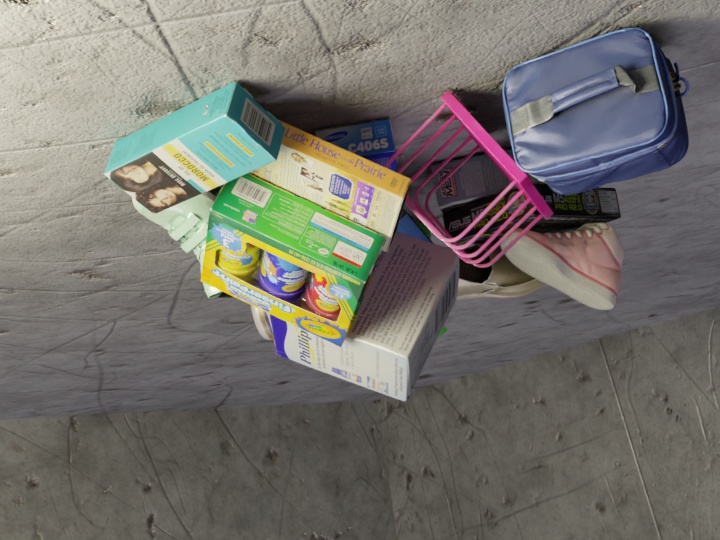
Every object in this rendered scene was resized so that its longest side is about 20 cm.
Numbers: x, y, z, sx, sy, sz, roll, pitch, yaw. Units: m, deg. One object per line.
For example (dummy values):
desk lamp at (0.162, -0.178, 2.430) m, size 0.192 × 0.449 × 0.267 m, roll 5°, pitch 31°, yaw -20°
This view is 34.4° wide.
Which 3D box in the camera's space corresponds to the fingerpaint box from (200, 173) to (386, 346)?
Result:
fingerpaint box at (-0.085, -0.011, 1.389) m, size 0.198 × 0.074 × 0.167 m, roll 25°, pitch 148°, yaw 2°

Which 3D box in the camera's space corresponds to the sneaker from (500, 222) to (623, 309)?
sneaker at (0.282, -0.033, 1.590) m, size 0.199 × 0.106 × 0.075 m, roll 28°, pitch 164°, yaw -24°

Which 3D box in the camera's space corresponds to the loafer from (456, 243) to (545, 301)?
loafer at (0.185, -0.002, 1.625) m, size 0.197 × 0.077 × 0.068 m, roll -13°, pitch 156°, yaw -10°

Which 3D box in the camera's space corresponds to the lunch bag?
lunch bag at (0.260, -0.172, 1.260) m, size 0.198 × 0.138 × 0.132 m, roll -17°, pitch 166°, yaw 26°

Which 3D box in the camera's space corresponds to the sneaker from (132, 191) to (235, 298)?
sneaker at (-0.205, -0.033, 1.496) m, size 0.199 × 0.120 × 0.074 m, roll 24°, pitch 139°, yaw -30°

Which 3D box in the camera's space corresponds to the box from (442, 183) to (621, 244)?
box at (0.238, -0.075, 1.609) m, size 0.198 × 0.045 × 0.159 m, roll -1°, pitch 169°, yaw -42°

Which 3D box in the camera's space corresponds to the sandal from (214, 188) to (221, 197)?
sandal at (-0.179, -0.068, 1.612) m, size 0.079 × 0.058 × 0.202 m, roll 1°, pitch 150°, yaw -17°

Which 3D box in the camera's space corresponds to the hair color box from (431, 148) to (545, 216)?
hair color box at (0.203, -0.126, 1.600) m, size 0.197 × 0.062 × 0.099 m, roll -11°, pitch 169°, yaw 9°

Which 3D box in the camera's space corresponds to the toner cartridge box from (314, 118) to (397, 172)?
toner cartridge box at (-0.001, -0.132, 1.465) m, size 0.094 × 0.044 × 0.200 m, roll -10°, pitch 168°, yaw 0°

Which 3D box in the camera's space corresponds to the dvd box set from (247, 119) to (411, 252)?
dvd box set at (-0.045, -0.100, 1.324) m, size 0.198 × 0.030 × 0.147 m, roll 24°, pitch 156°, yaw 5°

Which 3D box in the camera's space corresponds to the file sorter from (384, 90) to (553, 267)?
file sorter at (0.128, -0.096, 1.393) m, size 0.125 × 0.139 × 0.200 m, roll -43°, pitch 161°, yaw 7°

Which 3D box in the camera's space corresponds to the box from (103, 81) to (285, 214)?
box at (-0.182, -0.129, 1.261) m, size 0.198 × 0.050 × 0.082 m, roll -19°, pitch 135°, yaw 37°

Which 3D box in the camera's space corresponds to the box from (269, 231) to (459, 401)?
box at (0.007, 0.044, 1.541) m, size 0.198 × 0.185 × 0.106 m, roll 19°, pitch 145°, yaw 16°

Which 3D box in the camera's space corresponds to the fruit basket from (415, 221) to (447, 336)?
fruit basket at (0.081, 0.036, 1.843) m, size 0.216 × 0.155 × 0.216 m, roll -53°, pitch 172°, yaw -10°

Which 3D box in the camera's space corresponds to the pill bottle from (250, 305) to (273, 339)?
pill bottle at (-0.085, 0.048, 2.038) m, size 0.197 × 0.117 × 0.116 m, roll -11°, pitch 167°, yaw 12°

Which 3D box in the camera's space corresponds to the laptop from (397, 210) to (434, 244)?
laptop at (0.000, 0.000, 1.670) m, size 0.199 × 0.117 × 0.187 m, roll 12°, pitch 135°, yaw -46°
